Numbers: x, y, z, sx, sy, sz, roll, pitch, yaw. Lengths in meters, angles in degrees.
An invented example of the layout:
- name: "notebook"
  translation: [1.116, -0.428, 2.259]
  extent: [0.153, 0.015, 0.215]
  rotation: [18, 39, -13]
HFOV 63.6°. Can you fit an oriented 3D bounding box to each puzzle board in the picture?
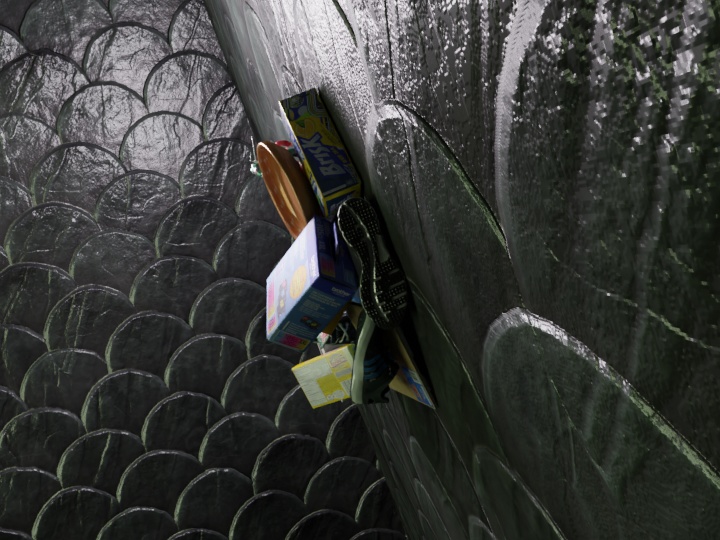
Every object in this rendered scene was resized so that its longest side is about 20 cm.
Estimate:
- name: "puzzle board"
  translation: [0.051, 0.140, 1.004]
  extent: [0.150, 0.017, 0.203]
  rotation: [11, 134, 57]

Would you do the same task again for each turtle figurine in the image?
- name: "turtle figurine"
  translation: [-0.172, -0.230, 1.265]
  extent: [0.201, 0.147, 0.102]
  rotation: [56, -162, -44]

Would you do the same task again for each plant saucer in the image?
- name: "plant saucer"
  translation: [-0.121, -0.134, 1.018]
  extent: [0.201, 0.037, 0.202]
  rotation: [54, 162, 26]

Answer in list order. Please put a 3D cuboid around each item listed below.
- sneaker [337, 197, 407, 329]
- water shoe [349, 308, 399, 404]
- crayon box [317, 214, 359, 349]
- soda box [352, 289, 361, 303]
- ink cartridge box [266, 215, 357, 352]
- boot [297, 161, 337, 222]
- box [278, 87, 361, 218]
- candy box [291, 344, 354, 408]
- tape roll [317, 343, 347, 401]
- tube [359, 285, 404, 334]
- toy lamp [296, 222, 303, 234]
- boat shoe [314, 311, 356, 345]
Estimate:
- name: "sneaker"
  translation: [0.023, -0.012, 0.884]
  extent: [0.080, 0.072, 0.205]
  rotation: [-51, -55, -86]
- name: "water shoe"
  translation: [0.027, 0.140, 0.961]
  extent: [0.072, 0.077, 0.203]
  rotation: [-86, 2, -51]
- name: "crayon box"
  translation: [-0.054, 0.019, 1.022]
  extent: [0.203, 0.050, 0.127]
  rotation: [-61, 29, 18]
- name: "soda box"
  translation: [0.012, 0.098, 1.171]
  extent: [0.064, 0.067, 0.204]
  rotation: [174, 75, -80]
- name: "ink cartridge box"
  translation: [-0.075, 0.013, 0.934]
  extent: [0.200, 0.075, 0.138]
  rotation: [-47, 35, 33]
- name: "boot"
  translation: [-0.101, -0.192, 1.068]
  extent: [0.200, 0.071, 0.146]
  rotation: [45, 154, 41]
- name: "box"
  translation: [-0.065, -0.192, 0.941]
  extent: [0.065, 0.069, 0.203]
  rotation: [87, 159, -67]
- name: "candy box"
  translation: [-0.061, 0.228, 1.240]
  extent: [0.198, 0.026, 0.104]
  rotation: [-27, 91, 42]
- name: "tape roll"
  translation: [-0.021, 0.185, 1.361]
  extent: [0.203, 0.137, 0.207]
  rotation: [158, 90, -82]
- name: "tube"
  translation: [0.051, 0.101, 1.022]
  extent: [0.077, 0.050, 0.203]
  rotation: [39, 153, 57]
- name: "toy lamp"
  translation: [-0.107, -0.136, 1.168]
  extent: [0.059, 0.057, 0.203]
  rotation: [77, -175, -49]
- name: "boat shoe"
  translation: [-0.039, 0.110, 1.104]
  extent: [0.068, 0.195, 0.074]
  rotation: [-46, -41, -70]
